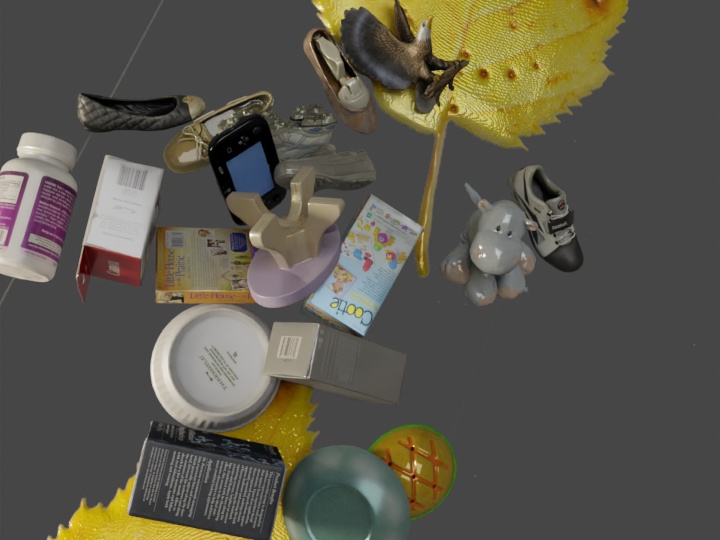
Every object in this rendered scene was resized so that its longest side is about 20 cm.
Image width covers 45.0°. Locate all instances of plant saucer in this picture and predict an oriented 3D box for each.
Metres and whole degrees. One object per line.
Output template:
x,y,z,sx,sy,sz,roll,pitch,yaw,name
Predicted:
-0.027,0.361,1.278,0.199,0.039,0.203,1,94,16,plant saucer

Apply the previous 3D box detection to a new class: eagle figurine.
0.079,-0.375,1.462,0.199,0.152,0.152,36,100,16,eagle figurine

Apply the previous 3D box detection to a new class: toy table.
-0.102,-0.055,1.266,0.182,0.118,0.201,-2,36,12,toy table

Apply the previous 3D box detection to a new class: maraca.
0.054,0.320,1.323,0.199,0.107,0.138,-32,86,-9,maraca

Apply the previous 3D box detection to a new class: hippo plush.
0.235,-0.046,1.412,0.158,0.161,0.202,22,74,-8,hippo plush

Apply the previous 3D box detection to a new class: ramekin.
-0.211,0.140,1.300,0.200,0.094,0.205,3,78,-14,ramekin

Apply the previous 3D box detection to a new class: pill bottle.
-0.481,-0.094,1.274,0.111,0.112,0.202,14,76,-10,pill bottle

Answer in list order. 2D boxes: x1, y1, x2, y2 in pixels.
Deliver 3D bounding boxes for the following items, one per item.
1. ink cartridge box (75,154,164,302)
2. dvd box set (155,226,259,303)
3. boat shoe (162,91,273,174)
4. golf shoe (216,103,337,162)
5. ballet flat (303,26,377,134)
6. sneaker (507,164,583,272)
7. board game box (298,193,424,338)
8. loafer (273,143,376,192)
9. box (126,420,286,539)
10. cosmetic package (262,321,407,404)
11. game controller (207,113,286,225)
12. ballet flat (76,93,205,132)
-0.344,-0.044,1.250,0.083,0.200,0.177,14,76,-11,ink cartridge box
-0.211,-0.009,1.325,0.198,0.030,0.147,0,42,-14,dvd box set
-0.226,-0.224,1.388,0.200,0.063,0.074,-30,87,-18,boat shoe
-0.132,-0.204,1.380,0.198,0.098,0.078,-8,39,-27,golf shoe
-0.033,-0.320,1.452,0.068,0.067,0.201,-35,89,-17,ballet flat
0.326,-0.089,1.483,0.074,0.088,0.201,-32,89,-19,sneaker
0.000,0.000,1.376,0.104,0.103,0.201,32,73,-5,board game box
-0.059,-0.166,1.389,0.199,0.070,0.070,-6,75,-45,loafer
-0.216,0.296,1.231,0.198,0.148,0.108,15,87,-11,box
-0.034,0.139,1.294,0.199,0.106,0.091,26,70,-40,cosmetic package
-0.171,-0.150,1.326,0.042,0.201,0.104,36,68,28,game controller
-0.342,-0.254,1.361,0.198,0.057,0.067,-8,39,-14,ballet flat
